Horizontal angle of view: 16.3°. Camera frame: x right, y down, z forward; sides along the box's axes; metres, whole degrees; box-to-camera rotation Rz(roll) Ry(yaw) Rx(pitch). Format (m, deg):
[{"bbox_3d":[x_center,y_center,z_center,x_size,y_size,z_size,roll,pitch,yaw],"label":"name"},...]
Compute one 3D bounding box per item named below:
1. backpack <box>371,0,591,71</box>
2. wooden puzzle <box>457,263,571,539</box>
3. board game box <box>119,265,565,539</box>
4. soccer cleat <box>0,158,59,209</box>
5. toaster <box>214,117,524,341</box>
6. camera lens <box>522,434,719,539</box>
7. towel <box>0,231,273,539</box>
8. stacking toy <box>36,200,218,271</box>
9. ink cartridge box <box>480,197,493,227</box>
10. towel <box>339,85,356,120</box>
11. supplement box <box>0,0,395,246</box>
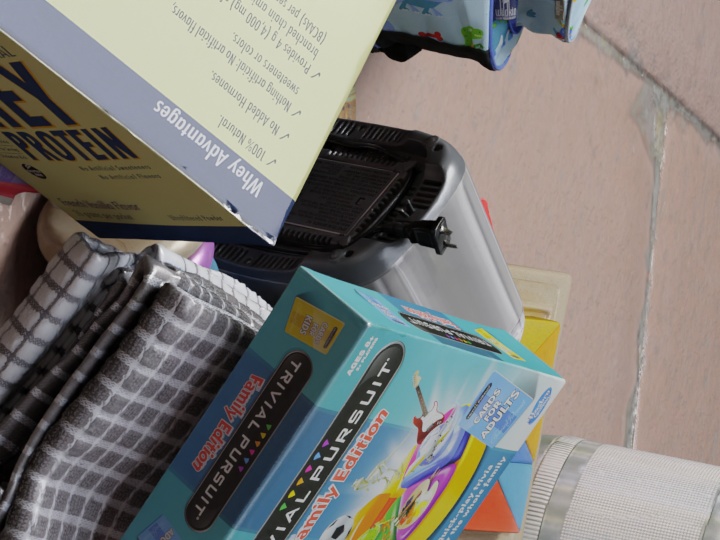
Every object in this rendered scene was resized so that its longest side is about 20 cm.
[{"bbox_3d":[0.081,-0.239,1.465,0.183,0.147,0.200,-66,160,-50],"label":"backpack"},{"bbox_3d":[0.060,0.085,1.482,0.200,0.037,0.186,7,94,-52],"label":"wooden puzzle"},{"bbox_3d":[-0.003,0.087,1.152,0.151,0.047,0.200,-57,151,9],"label":"board game box"},{"bbox_3d":[-0.113,-0.078,1.163,0.200,0.067,0.077,-9,119,-42],"label":"soccer cleat"},{"bbox_3d":[0.000,0.000,1.302,0.114,0.200,0.129,-51,131,-27],"label":"toaster"},{"bbox_3d":[0.169,0.197,1.648,0.160,0.200,0.160,10,90,-71],"label":"camera lens"},{"bbox_3d":[-0.099,0.080,1.140,0.166,0.086,0.200,-51,151,6],"label":"towel"},{"bbox_3d":[-0.100,0.045,1.254,0.085,0.085,0.200,-61,151,-44],"label":"stacking toy"},{"bbox_3d":[0.049,0.075,1.529,0.200,0.050,0.161,-39,129,-33],"label":"ink cartridge box"},{"bbox_3d":[-0.042,-0.152,1.414,0.147,0.022,0.201,-26,116,-62],"label":"towel"},{"bbox_3d":[-0.098,-0.146,1.051,0.200,0.134,0.200,38,69,-33],"label":"supplement box"}]
